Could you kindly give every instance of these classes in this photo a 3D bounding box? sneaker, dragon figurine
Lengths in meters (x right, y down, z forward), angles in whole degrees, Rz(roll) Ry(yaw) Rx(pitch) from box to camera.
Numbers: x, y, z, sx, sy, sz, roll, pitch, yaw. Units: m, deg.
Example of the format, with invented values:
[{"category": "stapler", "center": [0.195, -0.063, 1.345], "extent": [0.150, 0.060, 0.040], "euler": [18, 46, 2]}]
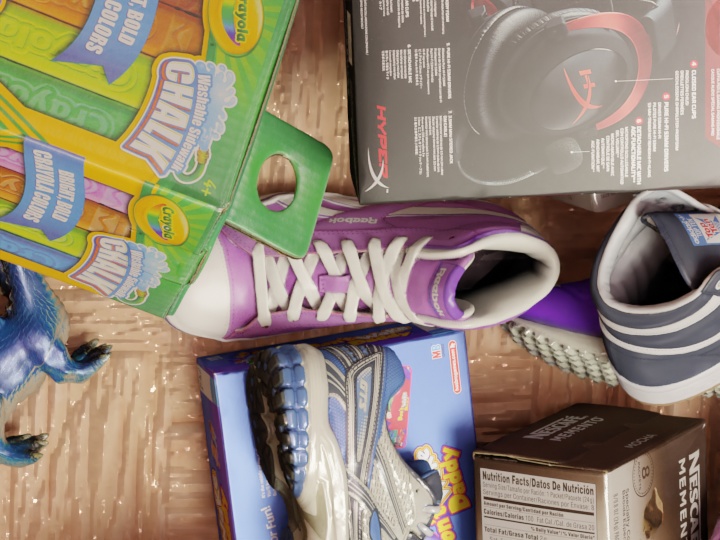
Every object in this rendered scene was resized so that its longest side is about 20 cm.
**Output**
[{"category": "sneaker", "center": [0.006, 0.130, 1.068], "extent": [0.085, 0.077, 0.201], "euler": [-12, 102, -18]}, {"category": "sneaker", "center": [0.174, 0.011, 1.130], "extent": [0.199, 0.070, 0.100], "euler": [7, 77, 12]}, {"category": "sneaker", "center": [0.198, -0.017, 1.033], "extent": [0.200, 0.070, 0.109], "euler": [-33, 145, 2]}, {"category": "dragon figurine", "center": [-0.190, 0.046, 1.051], "extent": [0.099, 0.059, 0.200], "euler": [37, 83, -16]}, {"category": "sneaker", "center": [0.000, -0.001, 1.072], "extent": [0.200, 0.114, 0.073], "euler": [-10, 103, -13]}]

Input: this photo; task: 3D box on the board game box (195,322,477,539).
[{"category": "board game box", "center": [-0.005, 0.134, 1.127], "extent": [0.134, 0.045, 0.201], "euler": [-9, 101, -15]}]

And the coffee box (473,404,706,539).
[{"category": "coffee box", "center": [0.122, 0.180, 1.120], "extent": [0.113, 0.080, 0.201], "euler": [-15, 106, -54]}]

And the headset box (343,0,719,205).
[{"category": "headset box", "center": [0.093, -0.112, 0.984], "extent": [0.199, 0.075, 0.149], "euler": [-3, 103, -2]}]

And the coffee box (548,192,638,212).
[{"category": "coffee box", "center": [0.110, -0.140, 1.081], "extent": [0.080, 0.113, 0.201], "euler": [-17, 104, -13]}]

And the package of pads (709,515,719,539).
[{"category": "package of pads", "center": [0.234, 0.156, 1.129], "extent": [0.200, 0.075, 0.121], "euler": [-58, 135, -33]}]

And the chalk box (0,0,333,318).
[{"category": "chalk box", "center": [-0.107, -0.069, 0.989], "extent": [0.199, 0.124, 0.125], "euler": [19, 61, -8]}]
